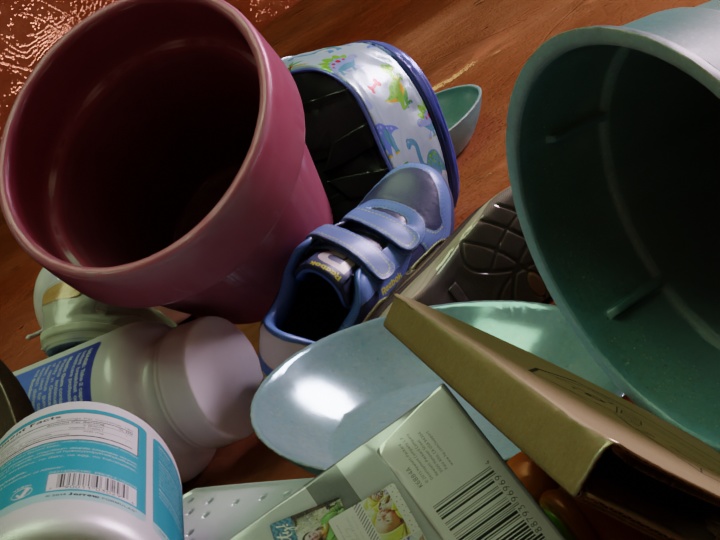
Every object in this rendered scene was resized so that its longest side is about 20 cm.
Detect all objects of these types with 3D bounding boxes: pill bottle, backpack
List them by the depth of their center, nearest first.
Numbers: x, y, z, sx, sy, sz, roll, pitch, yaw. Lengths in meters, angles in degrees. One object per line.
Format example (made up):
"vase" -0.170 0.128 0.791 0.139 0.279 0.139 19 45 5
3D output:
"pill bottle" -0.144 0.136 0.675 0.110 0.111 0.200 -31 17 0
"pill bottle" -0.165 0.100 0.898 0.199 0.113 0.112 -21 20 29
"backpack" -0.018 -0.085 1.041 0.199 0.184 0.147 -15 10 46

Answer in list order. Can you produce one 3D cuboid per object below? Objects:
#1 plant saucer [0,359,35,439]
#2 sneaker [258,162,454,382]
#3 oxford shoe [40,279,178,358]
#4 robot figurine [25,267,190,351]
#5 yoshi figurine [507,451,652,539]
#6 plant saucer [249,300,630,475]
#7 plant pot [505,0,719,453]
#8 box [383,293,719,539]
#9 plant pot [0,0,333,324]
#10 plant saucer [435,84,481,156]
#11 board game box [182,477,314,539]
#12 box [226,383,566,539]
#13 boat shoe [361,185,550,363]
"plant saucer" -0.247 0.135 0.850 0.032 0.202 0.199 -6 -3 -41
"sneaker" 0.000 0.000 0.872 0.074 0.082 0.201 20 63 24
"oxford shoe" -0.174 0.045 1.009 0.075 0.058 0.200 -18 -18 17
"robot figurine" -0.214 0.013 1.219 0.199 0.113 0.170 -34 -21 -9
"yoshi figurine" 0.019 0.153 0.517 0.199 0.113 0.112 -24 49 -18
"plant saucer" 0.044 0.071 0.689 0.199 0.039 0.201 -9 19 3
"plant pot" 0.202 -0.049 0.587 0.195 0.201 0.200 -28 15 -22
"box" 0.103 0.068 0.468 0.021 0.163 0.200 -61 18 4
"plant pot" -0.110 -0.054 0.885 0.198 0.179 0.202 -9 65 20
"plant saucer" 0.035 -0.110 1.271 0.199 0.036 0.200 -28 18 10
"board game box" -0.082 0.181 0.678 0.199 0.026 0.200 -13 24 44
"box" -0.007 0.156 0.435 0.199 0.156 0.041 -34 -28 -10
"boat shoe" 0.063 0.005 0.841 0.200 0.075 0.073 -38 18 -24
